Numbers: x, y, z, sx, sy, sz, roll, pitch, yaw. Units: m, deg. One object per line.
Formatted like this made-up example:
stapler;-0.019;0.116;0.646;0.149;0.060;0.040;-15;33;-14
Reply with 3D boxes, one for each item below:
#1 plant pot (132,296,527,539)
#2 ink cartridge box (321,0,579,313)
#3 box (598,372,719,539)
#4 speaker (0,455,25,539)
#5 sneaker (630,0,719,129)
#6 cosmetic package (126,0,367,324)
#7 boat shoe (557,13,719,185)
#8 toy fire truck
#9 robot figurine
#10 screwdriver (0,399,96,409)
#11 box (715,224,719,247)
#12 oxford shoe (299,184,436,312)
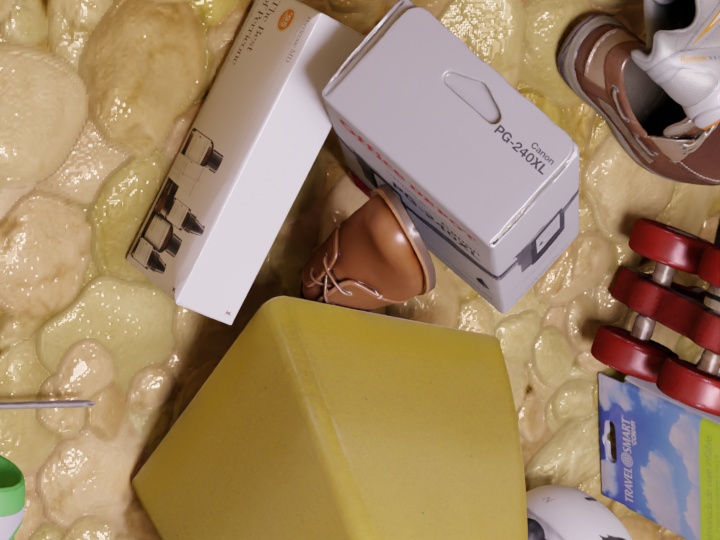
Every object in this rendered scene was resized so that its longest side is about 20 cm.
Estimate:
plant pot;-0.003;0.161;1.275;0.199;0.177;0.200;11;131;-36
ink cartridge box;0.061;-0.066;1.221;0.083;0.145;0.200;-47;166;-5
box;0.270;0.154;1.484;0.047;0.199;0.123;-24;122;-33
speaker;-0.273;0.213;1.221;0.088;0.088;0.201;9;105;-36
sneaker;0.246;-0.202;1.353;0.092;0.076;0.201;33;57;-22
cosmetic package;-0.073;-0.075;1.227;0.050;0.082;0.201;23;97;-38
boat shoe;0.224;-0.112;1.410;0.199;0.072;0.076;29;93;-38
toy fire truck;0.282;0.045;1.442;0.167;0.200;0.113;14;98;-32
robot figurine;0.124;0.258;1.475;0.200;0.150;0.125;-44;92;-9
screwdriver;-0.260;0.088;1.213;0.199;0.028;0.029;4;139;-35
box;0.368;-0.069;1.466;0.086;0.164;0.201;-4;113;-32
oxford shoe;0.000;0.000;1.252;0.071;0.200;0.072;-27;82;-15
